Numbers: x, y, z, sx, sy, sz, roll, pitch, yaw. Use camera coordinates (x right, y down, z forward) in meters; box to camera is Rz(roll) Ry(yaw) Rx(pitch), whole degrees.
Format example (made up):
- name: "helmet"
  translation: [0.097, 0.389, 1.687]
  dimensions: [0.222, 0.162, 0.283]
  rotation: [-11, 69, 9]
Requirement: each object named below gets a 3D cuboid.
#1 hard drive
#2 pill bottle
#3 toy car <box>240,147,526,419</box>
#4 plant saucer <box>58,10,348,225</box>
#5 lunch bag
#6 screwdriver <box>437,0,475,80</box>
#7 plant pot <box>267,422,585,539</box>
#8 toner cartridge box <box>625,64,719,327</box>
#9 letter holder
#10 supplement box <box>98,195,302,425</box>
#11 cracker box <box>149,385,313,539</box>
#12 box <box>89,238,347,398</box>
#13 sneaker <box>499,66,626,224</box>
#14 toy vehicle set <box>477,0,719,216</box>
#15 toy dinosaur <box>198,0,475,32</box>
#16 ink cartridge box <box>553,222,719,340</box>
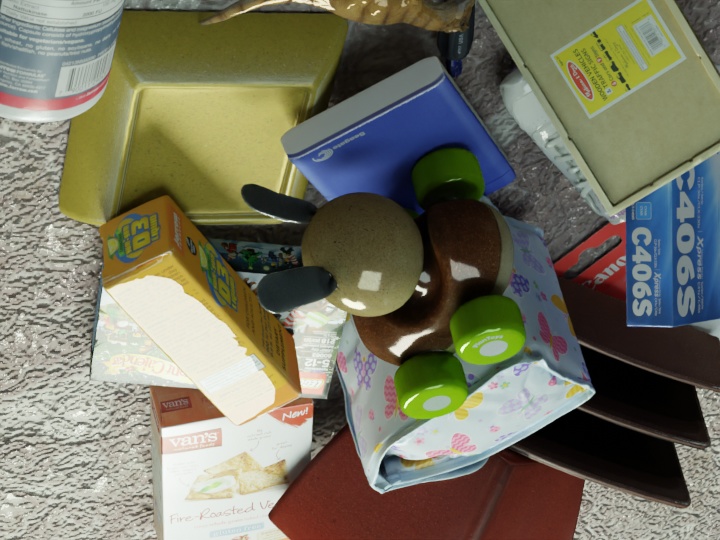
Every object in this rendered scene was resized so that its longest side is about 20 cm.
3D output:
- name: "hard drive"
  translation: [0.033, -0.086, 1.725]
  dimensions: [0.131, 0.025, 0.200]
  rotation: [-27, 154, 9]
- name: "pill bottle"
  translation: [-0.208, -0.209, 1.481]
  dimensions: [0.119, 0.120, 0.201]
  rotation: [1, 134, -20]
- name: "toy car"
  translation: [0.000, 0.000, 1.665]
  dimensions: [0.199, 0.165, 0.158]
  rotation: [9, 142, -32]
- name: "plant saucer"
  translation: [-0.116, -0.101, 1.682]
  dimensions: [0.198, 0.049, 0.201]
  rotation: [-2, 136, -18]
- name: "lunch bag"
  translation: [0.070, 0.065, 1.818]
  dimensions: [0.199, 0.170, 0.127]
  rotation: [-34, 143, 24]
- name: "screwdriver"
  translation: [0.072, -0.142, 1.730]
  dimensions: [0.029, 0.028, 0.201]
  rotation: [-37, 151, -24]
- name: "plant pot"
  translation: [0.079, 0.196, 1.938]
  dimensions: [0.199, 0.200, 0.177]
  rotation: [5, 119, -54]
- name: "toner cartridge box"
  translation: [0.245, -0.059, 1.743]
  dimensions: [0.043, 0.202, 0.095]
  rotation: [1, -175, 34]
- name: "letter holder"
  translation: [0.207, 0.102, 1.898]
  dimensions: [0.199, 0.143, 0.101]
  rotation: [20, 121, -16]
- name: "supplement box"
  translation: [-0.122, 0.033, 1.723]
  dimensions: [0.068, 0.067, 0.200]
  rotation: [-26, 134, 17]
- name: "cracker box"
  translation: [-0.113, 0.171, 1.959]
  dimensions: [0.133, 0.058, 0.201]
  rotation: [-9, 136, -12]
- name: "box"
  translation: [-0.113, 0.037, 1.807]
  dimensions: [0.198, 0.038, 0.137]
  rotation: [5, 133, -9]
- name: "sneaker"
  translation: [0.186, -0.098, 1.755]
  dimensions: [0.075, 0.100, 0.200]
  rotation: [-34, 135, 25]
- name: "toy vehicle set"
  translation: [0.187, -0.157, 1.662]
  dimensions: [0.124, 0.027, 0.201]
  rotation: [-30, 100, 14]
- name: "toy dinosaur"
  translation: [-0.007, -0.202, 1.593]
  dimensions: [0.198, 0.061, 0.107]
  rotation: [5, 120, -14]
- name: "ink cartridge box"
  translation: [0.251, 0.035, 1.958]
  dimensions: [0.161, 0.050, 0.200]
  rotation: [-38, 137, 20]
